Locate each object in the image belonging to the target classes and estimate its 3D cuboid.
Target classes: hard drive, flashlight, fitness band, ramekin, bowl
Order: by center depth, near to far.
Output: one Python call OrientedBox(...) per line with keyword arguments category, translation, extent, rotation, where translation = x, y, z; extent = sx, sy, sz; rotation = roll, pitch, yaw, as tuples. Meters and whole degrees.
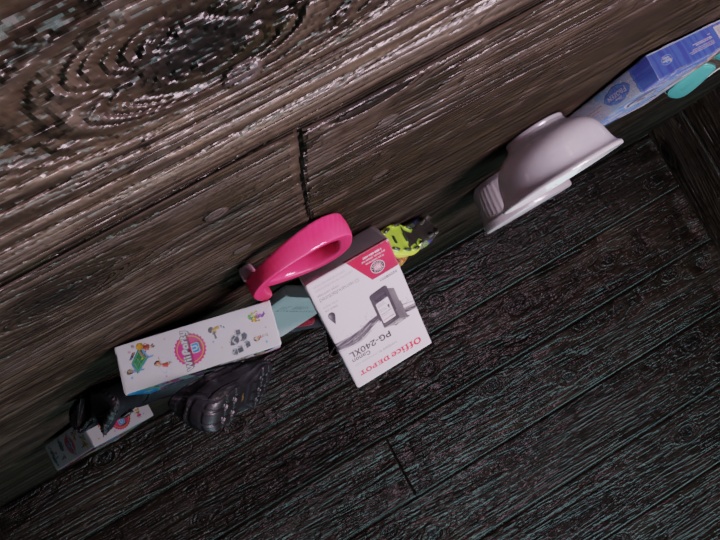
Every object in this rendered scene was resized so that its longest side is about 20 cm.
OrientedBox(category="fitness band", translation=(-0.077, -0.016, 0.711), extent=(0.142, 0.038, 0.200), rotation=(-32, 176, -6))
OrientedBox(category="bowl", translation=(0.286, -0.176, 0.876), extent=(0.199, 0.091, 0.201), rotation=(-30, 174, -3))
OrientedBox(category="hard drive", translation=(-0.147, 0.082, 1.093), extent=(0.131, 0.027, 0.199), rotation=(4, 151, -44))
OrientedBox(category="ramekin", translation=(0.326, -0.166, 1.188), extent=(0.200, 0.095, 0.202), rotation=(-30, 176, -2))
OrientedBox(category="flashlight", translation=(-0.116, 0.103, 1.298), extent=(0.197, 0.069, 0.068), rotation=(-11, 176, 31))

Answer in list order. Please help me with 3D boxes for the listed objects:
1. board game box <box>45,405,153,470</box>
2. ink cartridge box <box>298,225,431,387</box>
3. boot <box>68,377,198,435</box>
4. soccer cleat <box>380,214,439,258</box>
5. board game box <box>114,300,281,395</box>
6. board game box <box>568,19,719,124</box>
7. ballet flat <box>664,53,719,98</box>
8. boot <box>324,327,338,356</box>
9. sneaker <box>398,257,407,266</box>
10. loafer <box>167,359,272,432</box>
OrientedBox(category="board game box", translation=(-0.572, 0.352, 1.254), extent=(0.199, 0.065, 0.147), rotation=(-35, 174, 36))
OrientedBox(category="ink cartridge box", translation=(0.008, 0.058, 0.898), extent=(0.144, 0.202, 0.083), rotation=(-29, -155, -7))
OrientedBox(category="boot", translation=(-0.355, 0.196, 0.943), extent=(0.197, 0.077, 0.168), rotation=(-25, 180, 12))
OrientedBox(category="soccer cleat", translation=(0.076, -0.051, 1.054), extent=(0.083, 0.065, 0.199), rotation=(-35, 174, 34))
OrientedBox(category="board game box", translation=(-0.210, 0.106, 0.780), extent=(0.197, 0.065, 0.148), rotation=(-17, 172, -11))
OrientedBox(category="board game box", translation=(0.449, -0.295, 0.908), extent=(0.198, 0.044, 0.199), rotation=(-28, 176, -21))
OrientedBox(category="ballet flat", translation=(0.574, -0.358, 0.925), extent=(0.069, 0.070, 0.200), rotation=(-27, 176, -26))
OrientedBox(category="boot", translation=(-0.077, 0.129, 1.383), extent=(0.071, 0.169, 0.200), rotation=(11, 147, -20))
OrientedBox(category="sneaker", translation=(0.015, 0.007, 1.182), extent=(0.199, 0.076, 0.088), rotation=(-32, -179, -38))
OrientedBox(category="loafer", translation=(-0.173, 0.150, 0.744), extent=(0.200, 0.069, 0.069), rotation=(-15, 120, -75))
